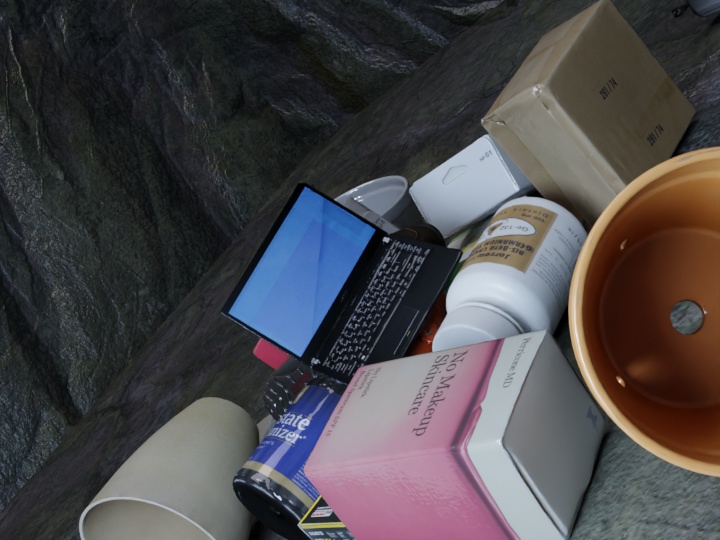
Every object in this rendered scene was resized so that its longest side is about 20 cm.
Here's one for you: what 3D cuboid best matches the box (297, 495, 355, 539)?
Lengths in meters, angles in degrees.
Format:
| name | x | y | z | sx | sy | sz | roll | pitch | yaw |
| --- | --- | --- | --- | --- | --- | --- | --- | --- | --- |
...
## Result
| name | x | y | z | sx | sy | sz | roll | pitch | yaw |
| --- | --- | --- | --- | --- | --- | --- | --- | --- | --- |
| box | 0.040 | 0.198 | 1.140 | 0.160 | 0.049 | 0.200 | -48 | 12 | -27 |

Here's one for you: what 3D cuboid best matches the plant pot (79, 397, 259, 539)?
| name | x | y | z | sx | sy | sz | roll | pitch | yaw |
| --- | --- | --- | --- | --- | --- | --- | --- | --- | --- |
| plant pot | -0.192 | 0.248 | 1.357 | 0.187 | 0.187 | 0.201 | -34 | 21 | 40 |

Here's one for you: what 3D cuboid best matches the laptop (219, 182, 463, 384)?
| name | x | y | z | sx | sy | sz | roll | pitch | yaw |
| --- | --- | --- | --- | --- | --- | --- | --- | --- | --- |
| laptop | -0.022 | 0.015 | 1.260 | 0.199 | 0.103 | 0.178 | 17 | 73 | 53 |

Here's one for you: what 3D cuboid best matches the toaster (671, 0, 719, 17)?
| name | x | y | z | sx | sy | sz | roll | pitch | yaw |
| --- | --- | --- | --- | --- | --- | --- | --- | --- | --- |
| toaster | 0.506 | -0.428 | 1.586 | 0.200 | 0.114 | 0.129 | -46 | 14 | -19 |

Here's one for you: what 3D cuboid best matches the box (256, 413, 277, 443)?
| name | x | y | z | sx | sy | sz | roll | pitch | yaw |
| --- | --- | --- | --- | --- | --- | --- | --- | --- | --- |
| box | -0.161 | 0.271 | 1.513 | 0.200 | 0.068 | 0.082 | -38 | 13 | 24 |

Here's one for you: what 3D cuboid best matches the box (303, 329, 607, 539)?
| name | x | y | z | sx | sy | sz | roll | pitch | yaw |
| --- | --- | --- | --- | --- | --- | --- | --- | --- | --- |
| box | 0.076 | 0.141 | 0.949 | 0.199 | 0.109 | 0.128 | -16 | 30 | 39 |

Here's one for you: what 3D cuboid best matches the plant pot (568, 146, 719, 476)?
| name | x | y | z | sx | sy | sz | roll | pitch | yaw |
| --- | --- | --- | --- | --- | --- | --- | --- | --- | --- |
| plant pot | 0.231 | 0.028 | 0.782 | 0.200 | 0.200 | 0.140 | -44 | -5 | 0 |

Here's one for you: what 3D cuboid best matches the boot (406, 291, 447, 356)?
| name | x | y | z | sx | sy | sz | roll | pitch | yaw |
| --- | --- | --- | --- | --- | --- | --- | --- | --- | --- |
| boot | 0.062 | 0.073 | 1.273 | 0.075 | 0.108 | 0.200 | -22 | 11 | 23 |

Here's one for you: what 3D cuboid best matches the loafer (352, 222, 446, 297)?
| name | x | y | z | sx | sy | sz | roll | pitch | yaw |
| --- | --- | --- | --- | --- | --- | --- | --- | --- | --- |
| loafer | 0.000 | 0.000 | 1.359 | 0.199 | 0.073 | 0.071 | -28 | -2 | 14 |

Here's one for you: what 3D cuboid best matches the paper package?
| name | x | y | z | sx | sy | sz | roll | pitch | yaw |
| --- | --- | --- | --- | --- | --- | --- | --- | --- | --- |
| paper package | 0.259 | -0.170 | 1.325 | 0.103 | 0.191 | 0.200 | -26 | 21 | 48 |

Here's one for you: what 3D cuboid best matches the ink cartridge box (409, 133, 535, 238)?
| name | x | y | z | sx | sy | sz | roll | pitch | yaw |
| --- | --- | --- | --- | --- | --- | --- | --- | --- | --- |
| ink cartridge box | 0.180 | -0.126 | 1.549 | 0.144 | 0.085 | 0.199 | -33 | -6 | 38 |

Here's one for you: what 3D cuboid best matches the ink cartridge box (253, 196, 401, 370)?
| name | x | y | z | sx | sy | sz | roll | pitch | yaw |
| --- | --- | --- | --- | --- | --- | --- | --- | --- | --- |
| ink cartridge box | -0.020 | 0.042 | 1.519 | 0.201 | 0.144 | 0.146 | -59 | -2 | 42 |

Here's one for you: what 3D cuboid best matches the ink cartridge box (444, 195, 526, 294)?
| name | x | y | z | sx | sy | sz | roll | pitch | yaw |
| --- | --- | --- | --- | --- | --- | --- | --- | --- | --- |
| ink cartridge box | 0.140 | 0.003 | 1.488 | 0.145 | 0.048 | 0.200 | -32 | 14 | 44 |

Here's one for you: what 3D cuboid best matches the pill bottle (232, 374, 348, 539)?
| name | x | y | z | sx | sy | sz | roll | pitch | yaw |
| --- | --- | --- | --- | --- | --- | --- | --- | --- | --- |
| pill bottle | -0.038 | 0.186 | 1.279 | 0.200 | 0.112 | 0.112 | -51 | 14 | -27 |

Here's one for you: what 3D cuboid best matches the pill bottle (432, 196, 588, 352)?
| name | x | y | z | sx | sy | sz | roll | pitch | yaw |
| --- | --- | --- | --- | --- | --- | --- | --- | --- | --- |
| pill bottle | 0.151 | 0.026 | 1.199 | 0.114 | 0.114 | 0.200 | -31 | 17 | 46 |

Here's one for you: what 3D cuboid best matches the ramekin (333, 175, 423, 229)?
| name | x | y | z | sx | sy | sz | roll | pitch | yaw |
| --- | --- | --- | --- | --- | --- | --- | --- | --- | --- |
| ramekin | 0.011 | -0.054 | 1.878 | 0.199 | 0.106 | 0.200 | -26 | 22 | 11 |

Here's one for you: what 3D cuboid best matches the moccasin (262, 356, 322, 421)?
| name | x | y | z | sx | sy | sz | roll | pitch | yaw |
| --- | --- | --- | --- | --- | --- | --- | --- | --- | --- |
| moccasin | -0.055 | 0.118 | 1.429 | 0.077 | 0.074 | 0.202 | -23 | -26 | -46 |
